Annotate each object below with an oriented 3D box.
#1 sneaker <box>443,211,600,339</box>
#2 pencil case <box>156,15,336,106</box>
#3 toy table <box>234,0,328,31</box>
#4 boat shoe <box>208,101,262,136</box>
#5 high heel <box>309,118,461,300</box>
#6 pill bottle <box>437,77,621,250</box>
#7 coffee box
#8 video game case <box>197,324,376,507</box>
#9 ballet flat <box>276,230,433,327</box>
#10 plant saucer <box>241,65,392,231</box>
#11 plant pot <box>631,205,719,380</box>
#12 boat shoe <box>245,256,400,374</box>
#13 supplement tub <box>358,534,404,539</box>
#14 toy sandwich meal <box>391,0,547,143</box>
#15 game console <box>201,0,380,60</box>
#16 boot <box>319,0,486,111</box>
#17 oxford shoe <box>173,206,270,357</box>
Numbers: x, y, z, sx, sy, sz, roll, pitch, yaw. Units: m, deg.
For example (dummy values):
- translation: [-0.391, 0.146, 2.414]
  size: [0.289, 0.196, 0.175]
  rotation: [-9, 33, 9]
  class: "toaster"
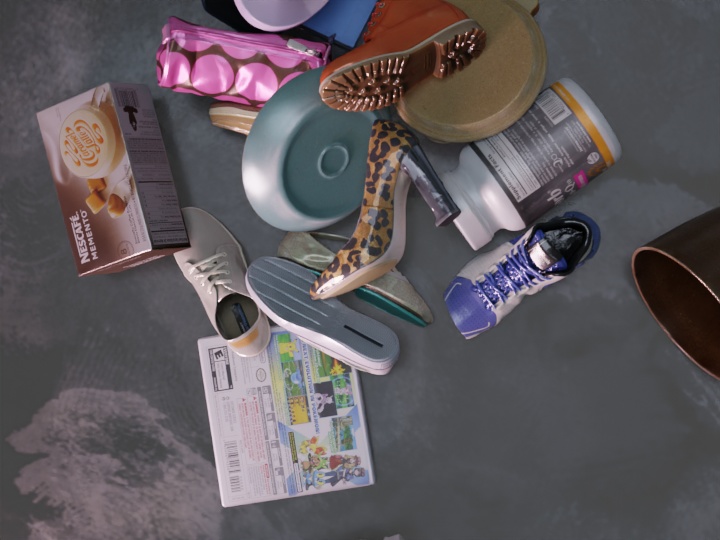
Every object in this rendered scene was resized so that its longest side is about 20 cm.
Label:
- translation: [0.181, -0.007, 1.703]
  size: [0.199, 0.115, 0.081]
  rotation: [-33, 83, 3]
  class: "sneaker"
- translation: [-0.130, -0.235, 1.703]
  size: [0.200, 0.094, 0.091]
  rotation: [7, 72, -1]
  class: "pencil case"
- translation: [-0.057, -0.366, 1.649]
  size: [0.184, 0.117, 0.200]
  rotation: [17, 76, -16]
  class: "toy table"
- translation: [-0.081, -0.152, 1.764]
  size: [0.200, 0.072, 0.076]
  rotation: [10, 102, 7]
  class: "boat shoe"
- translation: [-0.002, -0.068, 1.689]
  size: [0.200, 0.071, 0.143]
  rotation: [-36, 76, 14]
  class: "high heel"
- translation: [0.184, -0.117, 1.710]
  size: [0.200, 0.116, 0.116]
  rotation: [-36, 84, 3]
  class: "pill bottle"
- translation: [-0.286, -0.105, 1.756]
  size: [0.114, 0.080, 0.200]
  rotation: [-17, 85, 29]
  class: "coffee box"
- translation: [-0.086, 0.163, 1.767]
  size: [0.182, 0.022, 0.200]
  rotation: [-9, 85, 5]
  class: "video game case"
- translation: [0.000, 0.000, 1.747]
  size: [0.200, 0.067, 0.062]
  rotation: [24, 80, 6]
  class: "ballet flat"
- translation: [-0.037, -0.128, 1.692]
  size: [0.200, 0.200, 0.036]
  rotation: [-54, 44, 1]
  class: "plant saucer"
- translation: [0.434, -0.008, 1.662]
  size: [0.200, 0.187, 0.187]
  rotation: [-37, 84, -12]
  class: "plant pot"
- translation: [-0.048, 0.061, 1.725]
  size: [0.200, 0.067, 0.074]
  rotation: [35, 65, 14]
  class: "boat shoe"
- translation: [-0.030, 0.384, 1.689]
  size: [0.200, 0.140, 0.140]
  rotation: [-19, 85, 4]
  class: "supplement tub"
- translation: [0.124, -0.232, 1.725]
  size: [0.205, 0.070, 0.205]
  rotation: [-5, 72, 15]
  class: "toy sandwich meal"
- translation: [-0.054, -0.343, 1.740]
  size: [0.171, 0.118, 0.200]
  rotation: [27, 90, 18]
  class: "game console"
- translation: [0.027, -0.246, 1.661]
  size: [0.200, 0.075, 0.107]
  rotation: [-26, 61, -22]
  class: "boot"
- translation: [-0.165, 0.008, 1.757]
  size: [0.075, 0.058, 0.200]
  rotation: [-30, 73, 4]
  class: "oxford shoe"
